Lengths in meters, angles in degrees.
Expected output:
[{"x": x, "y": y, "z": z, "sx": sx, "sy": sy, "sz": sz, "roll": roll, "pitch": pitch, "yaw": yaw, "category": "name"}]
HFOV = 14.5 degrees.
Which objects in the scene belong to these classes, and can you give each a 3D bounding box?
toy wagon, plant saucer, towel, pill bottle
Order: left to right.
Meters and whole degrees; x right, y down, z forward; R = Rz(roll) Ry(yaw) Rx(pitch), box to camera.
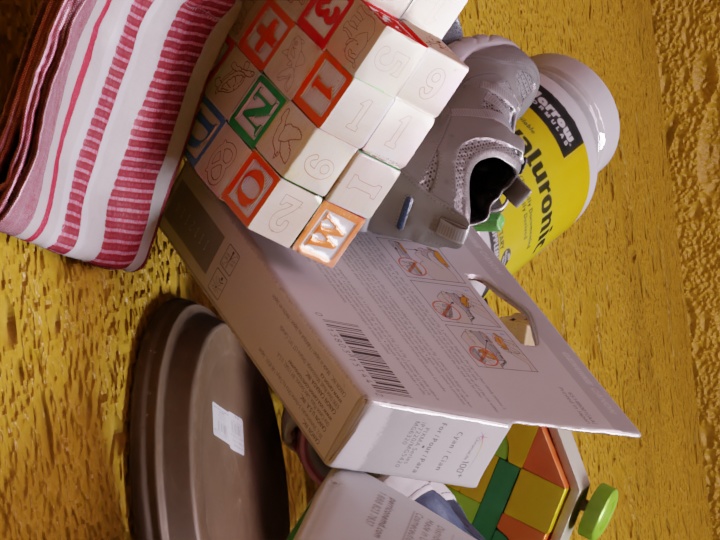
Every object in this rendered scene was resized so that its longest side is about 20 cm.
[{"x": -0.106, "y": -0.075, "z": 1.244, "sx": 0.200, "sy": 0.023, "sz": 0.145, "roll": 25, "pitch": 85, "yaw": -75, "category": "towel"}, {"x": -0.071, "y": 0.112, "z": 1.406, "sx": 0.200, "sy": 0.029, "sz": 0.202, "roll": -7, "pitch": 90, "yaw": -76, "category": "plant saucer"}, {"x": 0.051, "y": 0.158, "z": 1.620, "sx": 0.201, "sy": 0.154, "sz": 0.040, "roll": -68, "pitch": 163, "yaw": 12, "category": "toy wagon"}, {"x": 0.069, "y": -0.054, "z": 1.637, "sx": 0.200, "sy": 0.111, "sz": 0.112, "roll": -38, "pitch": 123, "yaw": -49, "category": "pill bottle"}]

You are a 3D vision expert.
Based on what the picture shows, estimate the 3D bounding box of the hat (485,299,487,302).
[{"x": 0.041, "y": 0.059, "z": 1.802, "sx": 0.201, "sy": 0.080, "sz": 0.202, "roll": -15, "pitch": 90, "yaw": -80, "category": "hat"}]

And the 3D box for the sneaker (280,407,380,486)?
[{"x": -0.015, "y": 0.070, "z": 1.509, "sx": 0.075, "sy": 0.200, "sz": 0.105, "roll": 41, "pitch": 68, "yaw": -12, "category": "sneaker"}]

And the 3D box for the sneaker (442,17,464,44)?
[{"x": 0.001, "y": -0.124, "z": 1.635, "sx": 0.076, "sy": 0.113, "sz": 0.201, "roll": 69, "pitch": 20, "yaw": -46, "category": "sneaker"}]

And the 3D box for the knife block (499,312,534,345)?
[{"x": 0.067, "y": 0.147, "z": 1.677, "sx": 0.176, "sy": 0.200, "sz": 0.064, "roll": 54, "pitch": 12, "yaw": 5, "category": "knife block"}]

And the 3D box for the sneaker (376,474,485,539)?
[{"x": 0.056, "y": 0.180, "z": 1.494, "sx": 0.146, "sy": 0.077, "sz": 0.202, "roll": 47, "pitch": -1, "yaw": 11, "category": "sneaker"}]

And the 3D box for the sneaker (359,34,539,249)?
[{"x": 0.053, "y": -0.056, "z": 1.447, "sx": 0.200, "sy": 0.082, "sz": 0.075, "roll": -45, "pitch": 160, "yaw": -54, "category": "sneaker"}]

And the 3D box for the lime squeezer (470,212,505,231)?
[{"x": 0.000, "y": 0.000, "z": 1.547, "sx": 0.071, "sy": 0.200, "sz": 0.038, "roll": 48, "pitch": 50, "yaw": 1, "category": "lime squeezer"}]

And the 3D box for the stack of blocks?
[{"x": -0.003, "y": -0.118, "z": 1.331, "sx": 0.058, "sy": 0.201, "sz": 0.115, "roll": 25, "pitch": 15, "yaw": -41, "category": "stack of blocks"}]

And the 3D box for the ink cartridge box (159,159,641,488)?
[{"x": 0.016, "y": 0.028, "z": 1.379, "sx": 0.175, "sy": 0.045, "sz": 0.200, "roll": 11, "pitch": 29, "yaw": -38, "category": "ink cartridge box"}]

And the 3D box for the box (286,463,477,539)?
[{"x": 0.015, "y": 0.229, "z": 1.228, "sx": 0.172, "sy": 0.199, "sz": 0.199, "roll": -60, "pitch": 180, "yaw": 21, "category": "box"}]
